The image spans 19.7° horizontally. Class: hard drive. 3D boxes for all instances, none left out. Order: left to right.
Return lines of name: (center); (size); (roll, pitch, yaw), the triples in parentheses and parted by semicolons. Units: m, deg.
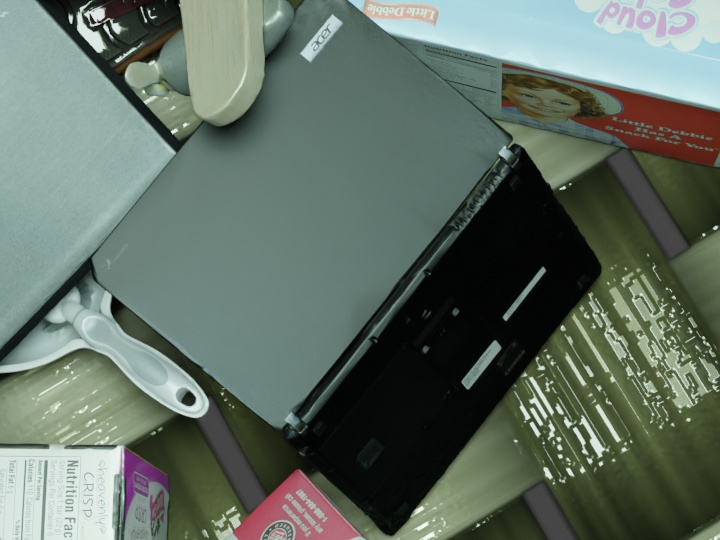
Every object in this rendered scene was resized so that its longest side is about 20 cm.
hard drive: (-0.198, -0.033, 1.018); (0.200, 0.033, 0.140); (-45, 81, 8)

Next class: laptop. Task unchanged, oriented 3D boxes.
laptop: (0.000, 0.000, 0.999); (0.103, 0.200, 0.178); (34, 82, 37)

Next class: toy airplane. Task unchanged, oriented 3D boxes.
toy airplane: (-0.076, -0.179, 0.969); (0.198, 0.141, 0.200); (29, 75, 28)

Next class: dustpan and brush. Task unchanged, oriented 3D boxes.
dustpan and brush: (-0.152, 0.015, 1.046); (0.200, 0.057, 0.140); (36, 83, 10)

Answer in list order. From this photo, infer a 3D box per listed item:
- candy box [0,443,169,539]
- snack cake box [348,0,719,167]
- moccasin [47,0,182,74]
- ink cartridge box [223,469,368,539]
candy box: (-0.199, 0.117, 0.990); (0.198, 0.136, 0.062); (1, 79, 3)
snack cake box: (0.096, -0.115, 1.029); (0.199, 0.115, 0.068); (14, 79, 6)
moccasin: (-0.131, -0.139, 1.075); (0.201, 0.078, 0.074); (-31, 93, -7)
ink cartridge box: (-0.050, 0.212, 0.952); (0.200, 0.145, 0.084); (-44, 123, -5)
